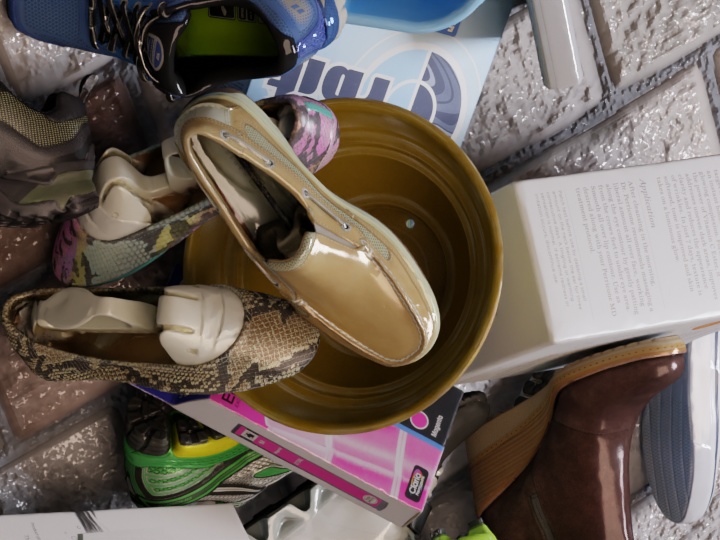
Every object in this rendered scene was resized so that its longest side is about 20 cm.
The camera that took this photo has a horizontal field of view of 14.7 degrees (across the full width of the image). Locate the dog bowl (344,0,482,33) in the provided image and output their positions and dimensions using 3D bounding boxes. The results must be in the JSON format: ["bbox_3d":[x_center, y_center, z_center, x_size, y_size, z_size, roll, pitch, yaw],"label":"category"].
[{"bbox_3d":[-0.010,-0.195,1.632,0.199,0.050,0.112,9,114,-1],"label":"dog bowl"}]

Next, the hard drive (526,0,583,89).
[{"bbox_3d":[0.102,-0.229,1.720,0.027,0.132,0.200,-11,119,5],"label":"hard drive"}]

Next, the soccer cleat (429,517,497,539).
[{"bbox_3d":[0.059,0.229,1.851,0.067,0.081,0.200,-14,161,-14],"label":"soccer cleat"}]

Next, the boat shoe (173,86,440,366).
[{"bbox_3d":[-0.034,-0.013,1.585,0.200,0.076,0.072,43,106,-11],"label":"boat shoe"}]

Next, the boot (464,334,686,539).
[{"bbox_3d":[0.161,0.146,1.807,0.072,0.200,0.167,-7,69,-47],"label":"boot"}]

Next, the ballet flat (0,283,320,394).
[{"bbox_3d":[-0.126,0.035,1.645,0.075,0.199,0.068,48,49,-54],"label":"ballet flat"}]

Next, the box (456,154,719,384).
[{"bbox_3d":[0.155,-0.001,1.811,0.200,0.152,0.107,-8,81,-30],"label":"box"}]

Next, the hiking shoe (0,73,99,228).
[{"bbox_3d":[-0.247,-0.080,1.603,0.199,0.076,0.101,5,80,-25],"label":"hiking shoe"}]

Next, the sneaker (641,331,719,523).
[{"bbox_3d":[0.246,0.083,1.969,0.071,0.073,0.201,-8,113,-26],"label":"sneaker"}]

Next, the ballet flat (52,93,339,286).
[{"bbox_3d":[-0.109,-0.055,1.650,0.200,0.069,0.071,-25,153,15],"label":"ballet flat"}]

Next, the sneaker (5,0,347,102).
[{"bbox_3d":[-0.113,-0.146,1.588,0.089,0.199,0.079,-56,145,-54],"label":"sneaker"}]

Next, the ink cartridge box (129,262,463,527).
[{"bbox_3d":[-0.038,0.072,1.734,0.200,0.037,0.095,27,57,-10],"label":"ink cartridge box"}]

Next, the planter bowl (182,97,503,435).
[{"bbox_3d":[0.000,0.000,1.692,0.201,0.200,0.083,-63,162,4],"label":"planter bowl"}]

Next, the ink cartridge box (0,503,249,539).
[{"bbox_3d":[-0.173,0.223,1.726,0.200,0.084,0.146,0,134,-34],"label":"ink cartridge box"}]

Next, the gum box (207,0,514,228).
[{"bbox_3d":[-0.008,-0.112,1.747,0.170,0.045,0.201,14,103,-35],"label":"gum box"}]

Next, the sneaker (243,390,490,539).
[{"bbox_3d":[0.013,0.157,1.836,0.200,0.074,0.089,-35,91,-7],"label":"sneaker"}]

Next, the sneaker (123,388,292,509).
[{"bbox_3d":[-0.066,0.103,1.790,0.199,0.078,0.085,-10,133,-29],"label":"sneaker"}]

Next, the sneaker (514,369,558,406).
[{"bbox_3d":[0.141,0.145,1.928,0.089,0.078,0.201,17,88,-70],"label":"sneaker"}]
